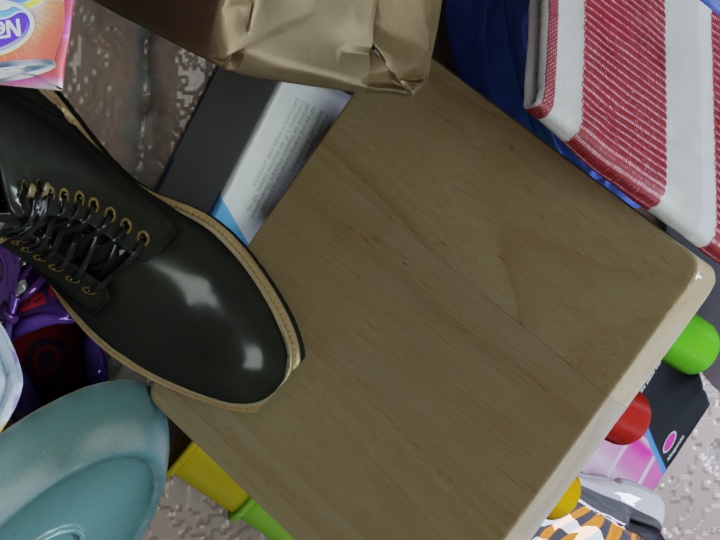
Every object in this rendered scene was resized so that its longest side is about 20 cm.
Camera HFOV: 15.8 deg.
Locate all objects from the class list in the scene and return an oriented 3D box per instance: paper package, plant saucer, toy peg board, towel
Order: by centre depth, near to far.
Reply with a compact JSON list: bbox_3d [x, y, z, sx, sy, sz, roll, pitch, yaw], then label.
[{"bbox_3d":[0.142,-0.061,1.101,0.200,0.144,0.023,35,129,-27],"label":"towel"},{"bbox_3d":[-0.037,-0.189,1.129,0.103,0.200,0.192,5,101,-24],"label":"paper package"},{"bbox_3d":[0.045,0.040,1.144,0.200,0.200,0.098,-55,143,6],"label":"toy peg board"},{"bbox_3d":[-0.157,0.133,1.179,0.200,0.027,0.200,-40,158,-19],"label":"plant saucer"}]

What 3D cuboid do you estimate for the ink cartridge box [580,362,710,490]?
[{"bbox_3d":[0.123,0.059,1.288,0.095,0.037,0.200,-54,151,-12],"label":"ink cartridge box"}]

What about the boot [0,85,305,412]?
[{"bbox_3d":[-0.117,-0.009,1.080,0.200,0.138,0.078,39,97,2],"label":"boot"}]

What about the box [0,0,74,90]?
[{"bbox_3d":[-0.189,-0.142,1.074,0.094,0.200,0.103,4,102,-25],"label":"box"}]

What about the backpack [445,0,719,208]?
[{"bbox_3d":[0.150,-0.125,1.247,0.199,0.168,0.163,-24,106,-17],"label":"backpack"}]

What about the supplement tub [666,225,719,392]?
[{"bbox_3d":[0.273,-0.010,1.339,0.199,0.145,0.146,-10,107,-22],"label":"supplement tub"}]

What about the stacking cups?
[{"bbox_3d":[0.001,0.129,1.267,0.200,0.061,0.061,34,88,-7],"label":"stacking cups"}]

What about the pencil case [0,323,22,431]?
[{"bbox_3d":[-0.208,0.049,1.113,0.090,0.200,0.084,13,80,-19],"label":"pencil case"}]

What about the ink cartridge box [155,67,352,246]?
[{"bbox_3d":[0.000,0.000,1.256,0.199,0.085,0.145,26,92,-25],"label":"ink cartridge box"}]

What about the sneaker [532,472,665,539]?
[{"bbox_3d":[0.083,0.148,1.227,0.199,0.078,0.113,14,54,-37],"label":"sneaker"}]

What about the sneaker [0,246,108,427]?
[{"bbox_3d":[-0.151,-0.010,1.188,0.080,0.083,0.201,-24,109,-17],"label":"sneaker"}]
